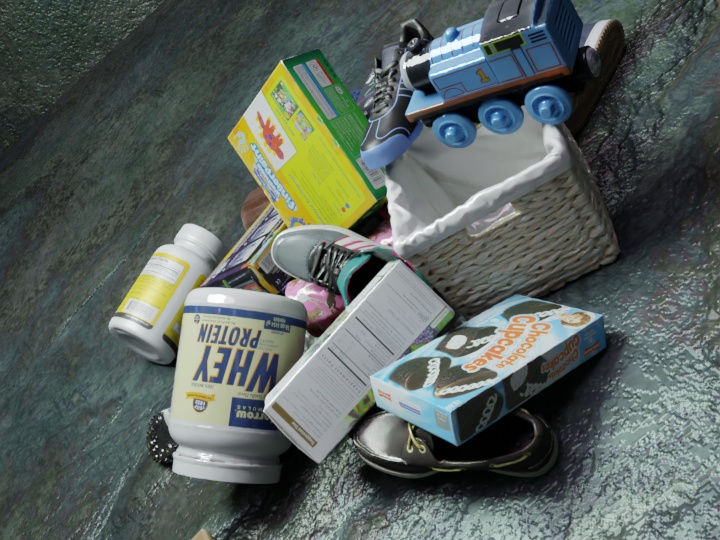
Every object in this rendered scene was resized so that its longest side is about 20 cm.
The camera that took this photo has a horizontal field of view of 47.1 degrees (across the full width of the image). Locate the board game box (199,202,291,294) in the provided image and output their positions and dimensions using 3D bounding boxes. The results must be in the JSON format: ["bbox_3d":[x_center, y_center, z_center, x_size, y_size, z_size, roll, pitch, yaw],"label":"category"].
[{"bbox_3d":[-0.120,-0.038,1.157,0.164,0.057,0.201,-22,27,52],"label":"board game box"}]

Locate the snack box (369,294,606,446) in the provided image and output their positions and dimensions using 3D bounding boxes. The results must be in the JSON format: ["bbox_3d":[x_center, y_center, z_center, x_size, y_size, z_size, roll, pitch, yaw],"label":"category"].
[{"bbox_3d":[0.121,0.084,0.769,0.198,0.038,0.115,-25,23,-30],"label":"snack box"}]

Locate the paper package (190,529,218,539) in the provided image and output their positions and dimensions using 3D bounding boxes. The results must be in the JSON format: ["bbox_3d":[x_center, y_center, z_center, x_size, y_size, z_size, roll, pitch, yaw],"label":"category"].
[{"bbox_3d":[-0.157,0.386,0.770,0.200,0.104,0.190,-45,36,-3],"label":"paper package"}]

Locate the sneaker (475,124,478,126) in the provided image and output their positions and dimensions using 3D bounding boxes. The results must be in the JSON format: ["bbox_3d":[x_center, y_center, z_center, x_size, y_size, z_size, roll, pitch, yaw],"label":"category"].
[{"bbox_3d":[0.133,-0.192,1.041,0.084,0.197,0.075,-67,-4,-54],"label":"sneaker"}]

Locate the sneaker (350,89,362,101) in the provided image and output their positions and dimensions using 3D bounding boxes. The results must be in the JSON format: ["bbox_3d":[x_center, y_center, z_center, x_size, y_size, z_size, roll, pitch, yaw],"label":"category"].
[{"bbox_3d":[-0.030,-0.187,1.205,0.069,0.079,0.200,5,39,41],"label":"sneaker"}]

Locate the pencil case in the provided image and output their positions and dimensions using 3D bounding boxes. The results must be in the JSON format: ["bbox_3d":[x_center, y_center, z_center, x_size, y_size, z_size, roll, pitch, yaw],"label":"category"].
[{"bbox_3d":[0.000,0.000,1.031,0.199,0.083,0.087,-34,75,15],"label":"pencil case"}]

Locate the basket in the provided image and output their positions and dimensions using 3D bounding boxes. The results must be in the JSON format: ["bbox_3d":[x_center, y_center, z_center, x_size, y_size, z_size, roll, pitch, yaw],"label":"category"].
[{"bbox_3d":[0.147,-0.083,0.893,0.196,0.161,0.202,-29,38,21],"label":"basket"}]

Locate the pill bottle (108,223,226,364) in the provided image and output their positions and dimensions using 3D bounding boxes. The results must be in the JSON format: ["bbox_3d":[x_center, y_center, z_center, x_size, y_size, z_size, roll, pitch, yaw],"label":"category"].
[{"bbox_3d":[-0.288,0.032,1.269,0.110,0.111,0.202,0,53,46],"label":"pill bottle"}]

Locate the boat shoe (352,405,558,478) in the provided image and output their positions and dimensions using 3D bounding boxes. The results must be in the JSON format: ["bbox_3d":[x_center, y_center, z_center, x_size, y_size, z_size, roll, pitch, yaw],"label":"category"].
[{"bbox_3d":[0.078,0.151,0.763,0.198,0.061,0.073,-4,62,24],"label":"boat shoe"}]

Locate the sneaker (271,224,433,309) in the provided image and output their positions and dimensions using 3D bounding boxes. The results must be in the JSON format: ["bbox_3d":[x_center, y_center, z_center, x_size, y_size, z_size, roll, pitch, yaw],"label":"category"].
[{"bbox_3d":[-0.018,0.003,0.927,0.121,0.197,0.085,-38,-40,-77],"label":"sneaker"}]

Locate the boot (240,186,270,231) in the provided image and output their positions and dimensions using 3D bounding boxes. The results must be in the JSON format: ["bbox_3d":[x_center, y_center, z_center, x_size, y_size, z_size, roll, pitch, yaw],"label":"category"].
[{"bbox_3d":[-0.109,-0.159,1.334,0.198,0.064,0.188,-28,36,30],"label":"boot"}]

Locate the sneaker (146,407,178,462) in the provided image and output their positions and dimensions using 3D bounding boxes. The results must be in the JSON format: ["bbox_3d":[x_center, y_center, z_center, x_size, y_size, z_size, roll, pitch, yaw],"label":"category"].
[{"bbox_3d":[-0.210,0.193,1.074,0.199,0.072,0.073,-38,61,30],"label":"sneaker"}]

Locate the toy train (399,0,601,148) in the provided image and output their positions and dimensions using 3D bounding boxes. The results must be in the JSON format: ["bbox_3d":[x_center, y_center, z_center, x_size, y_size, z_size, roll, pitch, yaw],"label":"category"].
[{"bbox_3d":[0.125,-0.192,0.789,0.198,0.114,0.088,-8,46,39],"label":"toy train"}]

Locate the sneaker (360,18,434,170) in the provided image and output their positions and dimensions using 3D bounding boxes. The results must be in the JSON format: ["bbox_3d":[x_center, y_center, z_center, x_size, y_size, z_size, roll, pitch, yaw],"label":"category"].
[{"bbox_3d":[0.038,-0.200,0.924,0.069,0.078,0.201,-14,37,41],"label":"sneaker"}]

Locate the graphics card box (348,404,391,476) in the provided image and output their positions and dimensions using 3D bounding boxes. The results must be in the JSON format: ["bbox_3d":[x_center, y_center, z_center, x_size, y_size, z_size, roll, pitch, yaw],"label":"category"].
[{"bbox_3d":[0.017,0.119,0.915,0.126,0.051,0.200,-46,35,-2],"label":"graphics card box"}]

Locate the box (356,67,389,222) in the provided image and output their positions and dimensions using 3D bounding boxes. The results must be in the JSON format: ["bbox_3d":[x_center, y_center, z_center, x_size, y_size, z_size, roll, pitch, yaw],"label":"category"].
[{"bbox_3d":[0.054,-0.186,1.121,0.105,0.122,0.202,-17,41,48],"label":"box"}]

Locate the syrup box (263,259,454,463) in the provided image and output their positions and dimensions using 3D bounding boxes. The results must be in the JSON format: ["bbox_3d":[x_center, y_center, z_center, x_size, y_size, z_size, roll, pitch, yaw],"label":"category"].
[{"bbox_3d":[-0.004,0.088,0.832,0.200,0.081,0.079,-48,3,-4],"label":"syrup box"}]

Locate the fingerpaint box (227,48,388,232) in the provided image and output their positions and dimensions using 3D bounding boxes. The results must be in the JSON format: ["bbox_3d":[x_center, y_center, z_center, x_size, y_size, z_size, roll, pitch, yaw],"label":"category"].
[{"bbox_3d":[-0.056,-0.139,1.030,0.073,0.201,0.167,-31,-7,-41],"label":"fingerpaint box"}]

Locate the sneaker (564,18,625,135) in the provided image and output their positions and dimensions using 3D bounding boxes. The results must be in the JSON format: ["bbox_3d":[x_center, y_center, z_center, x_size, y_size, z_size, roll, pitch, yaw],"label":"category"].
[{"bbox_3d":[0.241,-0.235,1.032,0.108,0.070,0.201,11,55,45],"label":"sneaker"}]

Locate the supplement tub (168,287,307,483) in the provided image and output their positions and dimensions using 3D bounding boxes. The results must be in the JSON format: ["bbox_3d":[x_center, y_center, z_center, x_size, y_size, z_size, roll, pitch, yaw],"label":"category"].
[{"bbox_3d":[-0.139,0.129,0.935,0.144,0.144,0.204,-2,78,44],"label":"supplement tub"}]
